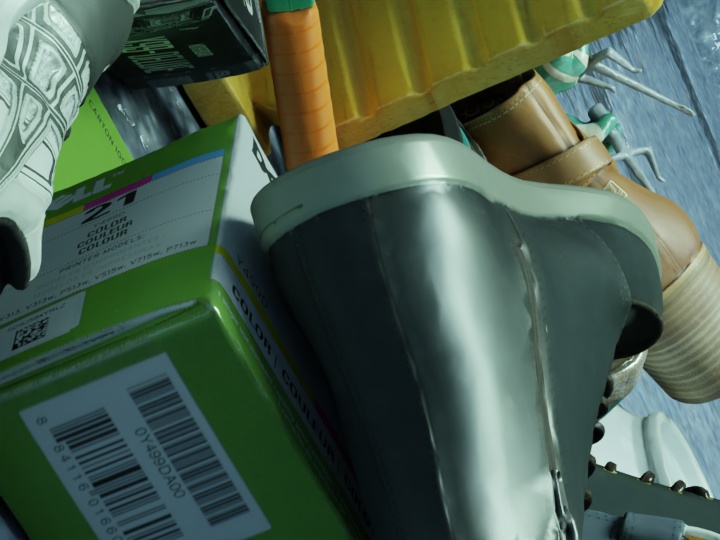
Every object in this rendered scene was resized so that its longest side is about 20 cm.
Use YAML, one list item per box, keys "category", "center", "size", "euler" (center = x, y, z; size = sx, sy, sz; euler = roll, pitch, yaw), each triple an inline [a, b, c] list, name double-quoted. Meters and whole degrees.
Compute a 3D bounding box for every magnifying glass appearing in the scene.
- category: "magnifying glass"
  center: [-0.025, -0.108, 0.856]
  size: [0.080, 0.022, 0.201]
  euler: [-108, -170, -61]

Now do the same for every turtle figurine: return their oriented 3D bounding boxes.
- category: "turtle figurine"
  center: [0.067, -0.075, 1.190]
  size: [0.200, 0.101, 0.150]
  euler: [47, -6, 7]

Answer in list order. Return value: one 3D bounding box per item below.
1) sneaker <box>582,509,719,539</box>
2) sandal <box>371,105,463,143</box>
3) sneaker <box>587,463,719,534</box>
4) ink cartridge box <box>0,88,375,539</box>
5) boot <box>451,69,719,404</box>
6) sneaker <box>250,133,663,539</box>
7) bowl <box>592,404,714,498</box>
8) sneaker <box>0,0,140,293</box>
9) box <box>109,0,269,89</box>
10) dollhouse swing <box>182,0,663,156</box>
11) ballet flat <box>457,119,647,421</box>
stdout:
- category: "sneaker"
  center: [0.073, 0.107, 0.823]
  size: [0.200, 0.080, 0.078]
  euler: [36, -11, 10]
- category: "sandal"
  center: [0.000, 0.000, 0.920]
  size: [0.045, 0.075, 0.201]
  euler: [24, 42, -25]
- category: "sneaker"
  center: [0.103, 0.091, 0.940]
  size: [0.200, 0.075, 0.106]
  euler: [-24, 72, -45]
- category: "ink cartridge box"
  center: [-0.032, 0.027, 0.727]
  size: [0.148, 0.075, 0.200]
  euler: [61, 16, -26]
- category: "boot"
  center: [0.071, -0.012, 1.112]
  size: [0.155, 0.077, 0.200]
  euler: [49, -14, -14]
- category: "sneaker"
  center: [0.037, 0.035, 0.694]
  size: [0.200, 0.074, 0.107]
  euler: [13, 60, -63]
- category: "bowl"
  center: [0.097, 0.117, 1.056]
  size: [0.202, 0.090, 0.202]
  euler: [59, 17, -30]
- category: "sneaker"
  center: [-0.101, -0.033, 0.608]
  size: [0.200, 0.075, 0.088]
  euler: [-38, 120, -73]
- category: "box"
  center: [-0.073, -0.163, 0.790]
  size: [0.158, 0.049, 0.201]
  euler: [46, 34, -85]
- category: "dollhouse swing"
  center: [-0.004, -0.178, 0.891]
  size: [0.176, 0.199, 0.183]
  euler: [51, 21, -51]
- category: "ballet flat"
  center: [0.030, -0.011, 1.022]
  size: [0.200, 0.068, 0.067]
  euler: [49, -28, 25]
